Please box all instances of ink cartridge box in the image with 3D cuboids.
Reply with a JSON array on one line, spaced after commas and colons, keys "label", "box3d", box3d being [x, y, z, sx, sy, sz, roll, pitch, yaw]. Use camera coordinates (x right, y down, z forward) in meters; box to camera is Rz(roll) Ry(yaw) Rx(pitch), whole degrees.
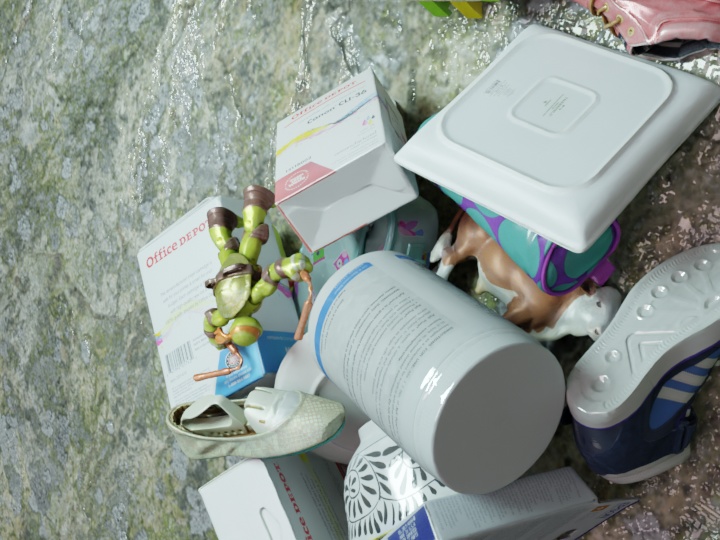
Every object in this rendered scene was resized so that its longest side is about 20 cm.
[{"label": "ink cartridge box", "box3d": [0.106, 0.228, 0.827, 0.200, 0.198, 0.041, -57, 45, 50]}, {"label": "ink cartridge box", "box3d": [-0.061, 0.265, 0.999, 0.083, 0.200, 0.146, -33, 70, 16]}, {"label": "ink cartridge box", "box3d": [-0.018, -0.118, 0.923, 0.116, 0.068, 0.201, -28, 32, 13]}, {"label": "ink cartridge box", "box3d": [-0.147, 0.043, 1.027, 0.144, 0.084, 0.202, -29, 69, 33]}]

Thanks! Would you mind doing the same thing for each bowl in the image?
[{"label": "bowl", "box3d": [0.057, 0.168, 0.884, 0.200, 0.200, 0.095, -39, 75, 38]}]

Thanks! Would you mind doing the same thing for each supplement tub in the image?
[{"label": "supplement tub", "box3d": [0.054, 0.075, 0.785, 0.200, 0.131, 0.133, 37, 120, 53]}]

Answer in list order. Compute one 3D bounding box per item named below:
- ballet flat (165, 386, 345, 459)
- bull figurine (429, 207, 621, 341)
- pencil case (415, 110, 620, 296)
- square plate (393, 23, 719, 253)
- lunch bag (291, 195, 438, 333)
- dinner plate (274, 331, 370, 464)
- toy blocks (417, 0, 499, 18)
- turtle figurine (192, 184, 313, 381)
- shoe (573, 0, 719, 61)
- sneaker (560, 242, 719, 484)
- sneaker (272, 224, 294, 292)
[{"label": "ballet flat", "box3d": [-0.107, 0.143, 0.915, 0.199, 0.068, 0.063, -15, 123, 31]}, {"label": "bull figurine", "box3d": [0.143, 0.016, 0.873, 0.121, 0.065, 0.200, -42, 54, 5]}, {"label": "pencil case", "box3d": [0.130, -0.066, 0.831, 0.085, 0.092, 0.200, -46, 50, 7]}, {"label": "square plate", "box3d": [0.157, -0.124, 0.787, 0.197, 0.200, 0.029, 31, 156, 35]}, {"label": "lunch bag", "box3d": [0.000, 0.000, 0.978, 0.160, 0.076, 0.202, 43, 123, 54]}, {"label": "dinner plate", "box3d": [0.015, 0.123, 0.941, 0.201, 0.199, 0.024, -60, 21, 29]}, {"label": "toy blocks", "box3d": [0.082, -0.316, 0.868, 0.200, 0.100, 0.138, 25, 84, 56]}, {"label": "turtle figurine", "box3d": [-0.117, 0.011, 0.907, 0.200, 0.064, 0.163, -39, 47, 42]}, {"label": "shoe", "box3d": [0.210, -0.221, 0.786, 0.199, 0.071, 0.092, 7, 90, 37]}, {"label": "sneaker", "box3d": [0.253, 0.086, 0.788, 0.200, 0.147, 0.080, -42, 45, -11]}, {"label": "sneaker", "box3d": [-0.083, 0.038, 1.097, 0.090, 0.078, 0.202, -10, 92, 32]}]
